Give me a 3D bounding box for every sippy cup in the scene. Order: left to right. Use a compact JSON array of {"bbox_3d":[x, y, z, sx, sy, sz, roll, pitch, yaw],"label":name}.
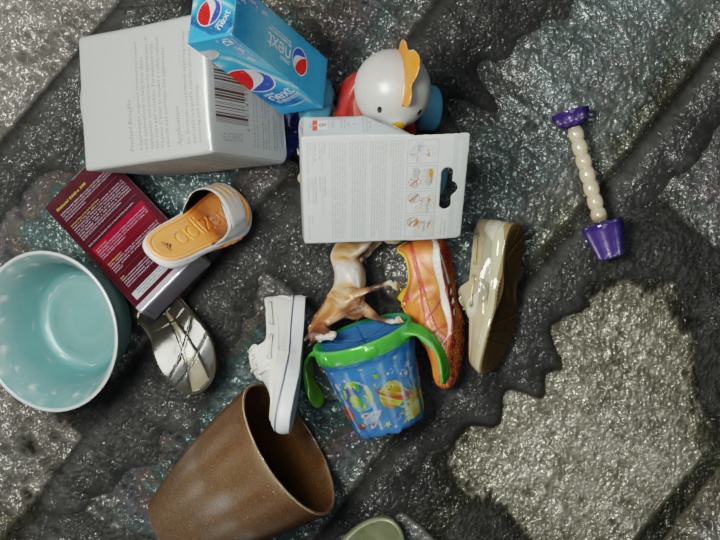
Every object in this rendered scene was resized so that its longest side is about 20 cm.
[{"bbox_3d":[0.021,0.140,1.444,0.139,0.177,0.132,-25,102,-28],"label":"sippy cup"}]

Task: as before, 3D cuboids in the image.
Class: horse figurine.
[{"bbox_3d":[0.000,0.000,1.455,0.131,0.050,0.202,-9,66,32],"label":"horse figurine"}]

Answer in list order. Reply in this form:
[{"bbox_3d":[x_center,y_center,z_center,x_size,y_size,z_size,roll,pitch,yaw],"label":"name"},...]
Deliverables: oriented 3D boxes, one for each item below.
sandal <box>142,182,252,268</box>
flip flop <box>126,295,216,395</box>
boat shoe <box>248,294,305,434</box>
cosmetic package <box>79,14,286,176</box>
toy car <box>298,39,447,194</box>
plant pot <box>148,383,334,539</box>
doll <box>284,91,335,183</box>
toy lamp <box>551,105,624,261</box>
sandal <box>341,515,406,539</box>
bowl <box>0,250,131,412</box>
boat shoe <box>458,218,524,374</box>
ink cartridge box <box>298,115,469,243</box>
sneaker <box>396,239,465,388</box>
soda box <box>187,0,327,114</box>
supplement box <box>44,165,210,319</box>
[{"bbox_3d":[-0.191,-0.065,1.410,0.079,0.207,0.059,40,125,5],"label":"sandal"},{"bbox_3d":[-0.254,0.074,1.480,0.081,0.058,0.200,-40,74,-1],"label":"flip flop"},{"bbox_3d":[-0.110,0.116,1.433,0.069,0.071,0.202,4,56,-1],"label":"boat shoe"},{"bbox_3d":[-0.219,-0.209,1.389,0.198,0.165,0.167,-3,90,29],"label":"cosmetic package"},{"bbox_3d":[0.033,-0.193,1.376,0.182,0.200,0.179,2,72,-15],"label":"toy car"},{"bbox_3d":[-0.166,0.277,1.426,0.199,0.187,0.188,-34,90,13],"label":"plant pot"},{"bbox_3d":[-0.066,-0.181,1.480,0.198,0.048,0.138,21,79,0],"label":"doll"},{"bbox_3d":[0.304,-0.114,1.477,0.058,0.058,0.202,-14,90,0],"label":"toy lamp"},{"bbox_3d":[-0.024,0.400,1.472,0.200,0.057,0.080,-35,90,0],"label":"sandal"},{"bbox_3d":[-0.374,0.069,1.437,0.198,0.105,0.203,3,99,17],"label":"bowl"},{"bbox_3d":[0.165,0.033,1.476,0.064,0.072,0.202,11,95,35],"label":"boat shoe"},{"bbox_3d":[0.026,-0.111,1.353,0.197,0.050,0.163,-3,132,-5],"label":"ink cartridge box"},{"bbox_3d":[0.092,0.056,1.480,0.076,0.073,0.202,-10,85,22],"label":"sneaker"},{"bbox_3d":[-0.116,-0.255,1.310,0.064,0.200,0.069,-4,72,29],"label":"soda box"},{"bbox_3d":[-0.301,-0.046,1.452,0.109,0.061,0.200,-44,76,-2],"label":"supplement box"}]
